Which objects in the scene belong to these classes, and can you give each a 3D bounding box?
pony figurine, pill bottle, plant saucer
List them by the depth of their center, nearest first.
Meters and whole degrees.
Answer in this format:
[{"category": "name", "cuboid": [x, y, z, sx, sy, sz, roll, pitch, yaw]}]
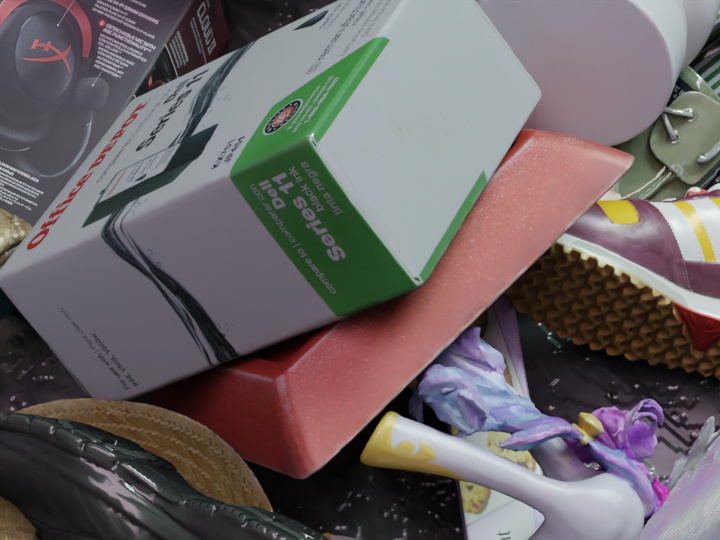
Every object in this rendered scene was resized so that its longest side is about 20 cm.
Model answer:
[{"category": "pony figurine", "cuboid": [0.097, 0.110, 1.218, 0.200, 0.167, 0.193, 30, 92, 5]}, {"category": "plant saucer", "cuboid": [0.000, 0.000, 1.290, 0.200, 0.200, 0.037, -44, 108, -14]}, {"category": "pill bottle", "cuboid": [0.116, -0.152, 1.347, 0.113, 0.114, 0.200, 10, 42, 10]}]

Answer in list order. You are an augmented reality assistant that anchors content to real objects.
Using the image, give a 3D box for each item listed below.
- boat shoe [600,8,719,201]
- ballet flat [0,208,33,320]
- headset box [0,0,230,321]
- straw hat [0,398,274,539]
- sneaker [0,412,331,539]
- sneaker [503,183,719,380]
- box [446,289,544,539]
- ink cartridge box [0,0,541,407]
[{"category": "boat shoe", "cuboid": [0.149, -0.077, 1.374, 0.200, 0.062, 0.072, -42, 68, -13]}, {"category": "ballet flat", "cuboid": [-0.225, 0.026, 1.262, 0.065, 0.071, 0.200, 41, 50, 18]}, {"category": "headset box", "cuboid": [-0.166, -0.094, 1.404, 0.148, 0.075, 0.200, 24, 70, 15]}, {"category": "straw hat", "cuboid": [-0.105, 0.155, 1.272, 0.201, 0.085, 0.202, -8, 68, 20]}, {"category": "sneaker", "cuboid": [-0.094, 0.119, 1.192, 0.200, 0.076, 0.091, 24, 92, 33]}, {"category": "sneaker", "cuboid": [0.152, -0.007, 1.331, 0.200, 0.075, 0.090, 19, 59, -4]}, {"category": "box", "cuboid": [0.062, 0.092, 1.315, 0.041, 0.039, 0.200, -8, 64, 1]}, {"category": "ink cartridge box", "cuboid": [-0.041, -0.036, 1.258, 0.200, 0.083, 0.147, -22, 24, 39]}]
